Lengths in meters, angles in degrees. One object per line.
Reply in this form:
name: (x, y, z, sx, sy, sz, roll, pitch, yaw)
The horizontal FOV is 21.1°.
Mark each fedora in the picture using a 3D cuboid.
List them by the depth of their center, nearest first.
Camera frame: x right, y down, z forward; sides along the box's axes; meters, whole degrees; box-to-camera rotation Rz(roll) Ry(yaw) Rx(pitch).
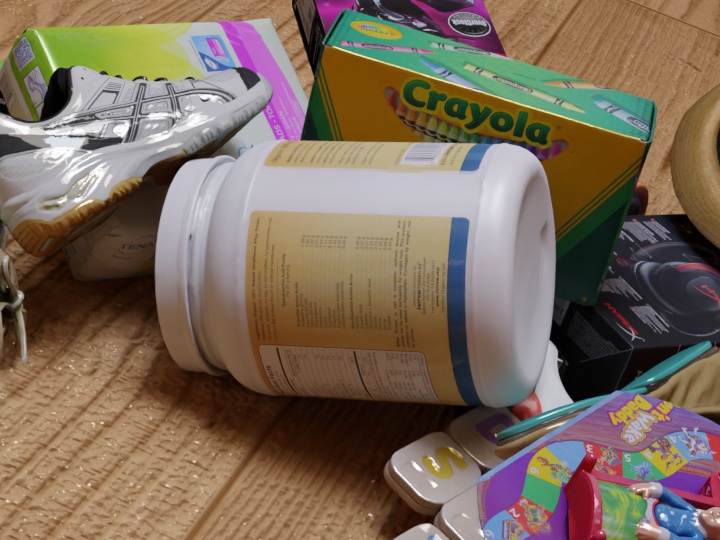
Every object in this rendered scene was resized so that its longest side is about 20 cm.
fedora: (0.306, -0.054, 1.290, 0.200, 0.082, 0.201, -7, 53, 9)

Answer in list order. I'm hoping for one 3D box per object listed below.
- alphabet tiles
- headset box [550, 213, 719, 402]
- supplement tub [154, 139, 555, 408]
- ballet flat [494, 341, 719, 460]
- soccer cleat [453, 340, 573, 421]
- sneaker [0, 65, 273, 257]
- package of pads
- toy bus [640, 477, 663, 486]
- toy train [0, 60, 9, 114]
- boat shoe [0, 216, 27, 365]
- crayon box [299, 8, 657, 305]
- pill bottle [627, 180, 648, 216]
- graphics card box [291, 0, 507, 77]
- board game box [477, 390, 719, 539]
alphabet tiles: (0.107, 0.152, 1.013, 0.195, 0.015, 0.200, -22, 57, -44)
headset box: (0.198, 0.032, 1.258, 0.199, 0.075, 0.149, -3, 35, -34)
supplement tub: (0.000, 0.000, 1.077, 0.199, 0.145, 0.145, 2, 24, 17)
ballet flat: (0.152, 0.089, 1.057, 0.200, 0.069, 0.063, -17, 83, -45)
soccer cleat: (0.076, 0.047, 1.177, 0.085, 0.069, 0.200, 9, 32, -34)
sneaker: (-0.134, -0.089, 1.107, 0.200, 0.076, 0.088, -33, 86, -42)
package of pads: (-0.115, -0.077, 1.218, 0.200, 0.068, 0.155, -9, 67, -40)
toy bus: (0.101, 0.180, 0.916, 0.078, 0.065, 0.200, 40, 42, 18)
toy train: (-0.190, -0.102, 1.304, 0.199, 0.042, 0.056, 20, 17, 1)
boat shoe: (-0.213, -0.003, 1.076, 0.062, 0.074, 0.200, 4, 31, -20)
crayon box: (0.065, -0.068, 1.160, 0.199, 0.119, 0.058, 17, 32, 4)
pill bottle: (0.105, -0.078, 1.366, 0.200, 0.107, 0.106, 35, 32, 28)
graphics card box: (0.031, -0.145, 1.308, 0.125, 0.051, 0.200, -1, 39, -12)
board game box: (0.154, 0.119, 0.925, 0.158, 0.039, 0.200, 44, 43, 21)
